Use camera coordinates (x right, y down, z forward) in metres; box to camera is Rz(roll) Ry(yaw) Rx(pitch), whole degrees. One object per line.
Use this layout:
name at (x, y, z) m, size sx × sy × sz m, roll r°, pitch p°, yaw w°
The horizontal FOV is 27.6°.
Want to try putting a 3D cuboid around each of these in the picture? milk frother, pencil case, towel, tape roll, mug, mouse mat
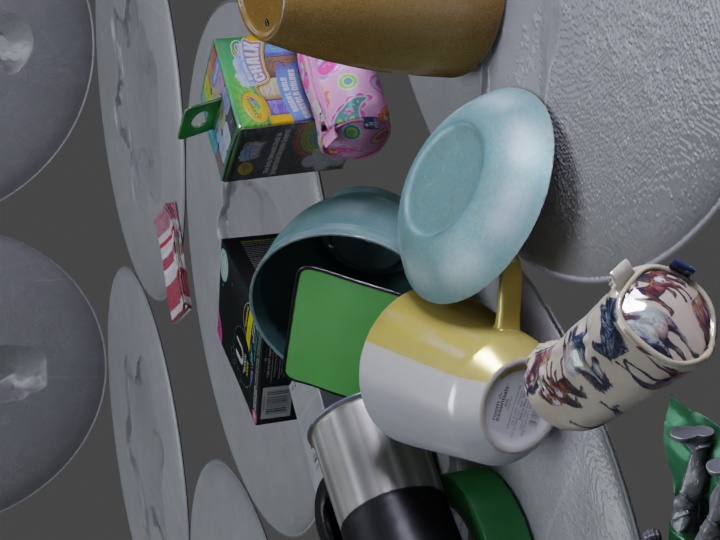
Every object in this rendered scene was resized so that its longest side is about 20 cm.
milk frother at (-0.021, 0.231, 1.398) m, size 0.180 × 0.199 × 0.189 m, roll -42°, pitch 50°, yaw 28°
pencil case at (-0.027, -0.218, 1.604) m, size 0.088 × 0.087 × 0.201 m, roll 118°, pitch 143°, yaw -58°
towel at (-0.345, -0.013, 2.680) m, size 0.144 × 0.023 × 0.202 m, roll 143°, pitch 118°, yaw -69°
pencil case at (0.187, 0.060, 1.096) m, size 0.090 × 0.077 × 0.200 m, roll 56°, pitch 155°, yaw 9°
tape roll at (0.114, 0.297, 1.438) m, size 0.200 × 0.048 × 0.202 m, roll 174°, pitch 90°, yaw -70°
mug at (0.091, 0.085, 1.286) m, size 0.153 × 0.149 × 0.188 m, roll 21°, pitch 138°, yaw 60°
mouse mat at (0.023, 0.079, 1.444) m, size 0.008 × 0.198 × 0.162 m, roll -65°, pitch -10°, yaw -48°

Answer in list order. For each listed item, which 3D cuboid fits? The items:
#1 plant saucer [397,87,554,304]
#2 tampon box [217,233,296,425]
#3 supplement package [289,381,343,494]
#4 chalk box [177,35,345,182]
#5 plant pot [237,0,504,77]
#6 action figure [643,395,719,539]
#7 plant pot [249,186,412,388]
plant saucer at (0.085, -0.072, 1.267) m, size 0.201 × 0.038 × 0.202 m, roll -36°, pitch 42°, yaw 42°
tampon box at (-0.095, 0.068, 1.836) m, size 0.200 × 0.125 × 0.151 m, roll -122°, pitch 32°, yaw -50°
supplement package at (0.006, 0.192, 1.612) m, size 0.110 × 0.113 × 0.201 m, roll 120°, pitch 138°, yaw -61°
chalk box at (-0.113, -0.188, 1.687) m, size 0.125 × 0.198 × 0.125 m, roll 120°, pitch 139°, yaw -59°
plant pot at (-0.004, -0.257, 1.308) m, size 0.186 × 0.199 × 0.188 m, roll 27°, pitch 122°, yaw 54°
action figure at (0.239, 0.205, 1.049) m, size 0.118 × 0.054 × 0.202 m, roll -131°, pitch 35°, yaw -54°
plant pot at (0.000, 0.000, 1.484) m, size 0.135 × 0.199 × 0.201 m, roll -73°, pitch -4°, yaw -48°
